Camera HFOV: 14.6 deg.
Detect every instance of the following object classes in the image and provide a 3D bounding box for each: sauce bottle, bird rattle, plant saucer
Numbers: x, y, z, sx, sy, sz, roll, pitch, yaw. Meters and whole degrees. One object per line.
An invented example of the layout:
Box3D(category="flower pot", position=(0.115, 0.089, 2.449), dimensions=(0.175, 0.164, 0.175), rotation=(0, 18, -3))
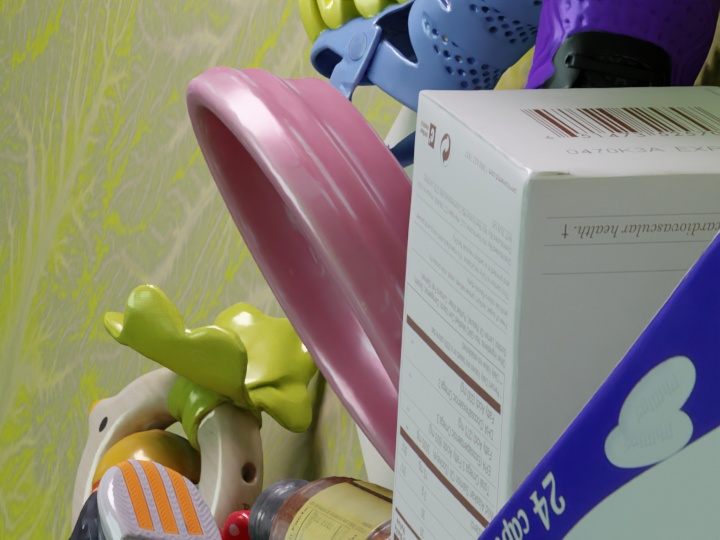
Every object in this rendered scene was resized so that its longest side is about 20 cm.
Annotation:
Box3D(category="sauce bottle", position=(0.000, 0.119, 1.169), dimensions=(0.200, 0.066, 0.066), rotation=(-168, 91, -74))
Box3D(category="bird rattle", position=(-0.081, 0.113, 1.376), dimensions=(0.163, 0.112, 0.201), rotation=(-20, 69, 47))
Box3D(category="plant saucer", position=(0.000, 0.000, 1.134), dimensions=(0.201, 0.051, 0.201), rotation=(58, 172, 13))

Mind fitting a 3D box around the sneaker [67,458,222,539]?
Box3D(category="sneaker", position=(-0.094, 0.191, 1.247), dimensions=(0.112, 0.077, 0.201), rotation=(-54, 37, 33))

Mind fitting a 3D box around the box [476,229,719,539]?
Box3D(category="box", position=(0.152, 0.091, 0.733), dimensions=(0.200, 0.105, 0.184), rotation=(55, 136, 22))

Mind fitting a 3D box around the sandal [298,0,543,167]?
Box3D(category="sandal", position=(0.045, -0.098, 1.215), dimensions=(0.200, 0.079, 0.088), rotation=(-23, 57, 54))

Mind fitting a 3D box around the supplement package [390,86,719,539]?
Box3D(category="supplement package", position=(0.083, 0.048, 0.944), dimensions=(0.117, 0.116, 0.201), rotation=(-136, 46, -66))

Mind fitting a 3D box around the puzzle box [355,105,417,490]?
Box3D(category="puzzle box", position=(0.033, 0.013, 1.264), dimensions=(0.201, 0.025, 0.133), rotation=(-103, 34, -48))

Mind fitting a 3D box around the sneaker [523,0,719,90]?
Box3D(category="sneaker", position=(0.091, -0.048, 1.080), dimensions=(0.100, 0.069, 0.201), rotation=(-84, 10, -56))
